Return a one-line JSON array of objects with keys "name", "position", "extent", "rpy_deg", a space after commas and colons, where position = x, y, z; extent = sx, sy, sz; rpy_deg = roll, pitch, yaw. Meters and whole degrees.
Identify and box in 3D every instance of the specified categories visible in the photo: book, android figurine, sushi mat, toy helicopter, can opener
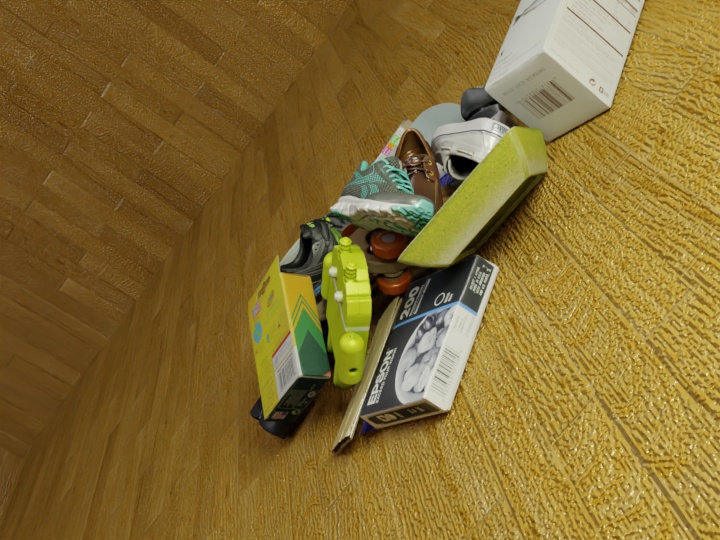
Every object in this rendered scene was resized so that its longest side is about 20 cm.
[{"name": "book", "position": [0.028, -0.162, 1.575], "extent": [0.200, 0.048, 0.134], "rpy_deg": [-52, -2, 17]}, {"name": "android figurine", "position": [-0.019, 0.052, 1.169], "extent": [0.183, 0.041, 0.201], "rpy_deg": [-103, 14, -46]}, {"name": "sushi mat", "position": [0.009, 0.134, 1.189], "extent": [0.096, 0.012, 0.201], "rpy_deg": [120, 172, -66]}, {"name": "toy helicopter", "position": [0.061, -0.062, 1.253], "extent": [0.199, 0.079, 0.132], "rpy_deg": [-34, 44, -27]}, {"name": "can opener", "position": [0.220, -0.266, 1.335], "extent": [0.200, 0.079, 0.063], "rpy_deg": [-37, -12, 39]}]

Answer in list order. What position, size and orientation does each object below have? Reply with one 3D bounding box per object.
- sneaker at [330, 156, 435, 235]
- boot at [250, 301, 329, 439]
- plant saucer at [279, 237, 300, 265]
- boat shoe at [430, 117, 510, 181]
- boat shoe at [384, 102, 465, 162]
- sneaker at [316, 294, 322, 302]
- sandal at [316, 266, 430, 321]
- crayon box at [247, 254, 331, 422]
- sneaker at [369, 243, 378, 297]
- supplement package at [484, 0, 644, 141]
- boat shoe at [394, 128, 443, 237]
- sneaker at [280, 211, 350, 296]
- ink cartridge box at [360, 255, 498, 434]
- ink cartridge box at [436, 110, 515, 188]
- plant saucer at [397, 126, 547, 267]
[{"name": "sneaker", "position": [0.031, -0.098, 1.126], "extent": [0.200, 0.077, 0.092], "rpy_deg": [14, 80, 60]}, {"name": "boot", "position": [-0.080, 0.155, 1.352], "extent": [0.201, 0.065, 0.165], "rpy_deg": [-56, 16, -3]}, {"name": "plant saucer", "position": [-0.102, -0.020, 1.629], "extent": [0.200, 0.050, 0.200], "rpy_deg": [-51, 0, 0]}, {"name": "boat shoe", "position": [0.137, -0.149, 1.209], "extent": [0.066, 0.072, 0.200], "rpy_deg": [-64, 20, -7]}, {"name": "boat shoe", "position": [0.092, -0.182, 1.478], "extent": [0.200, 0.071, 0.091], "rpy_deg": [-44, -15, -18]}, {"name": "sneaker", "position": [-0.040, -0.017, 1.524], "extent": [0.201, 0.075, 0.106], "rpy_deg": [-57, 18, 2]}, {"name": "sandal", "position": [0.001, -0.003, 1.291], "extent": [0.211, 0.070, 0.078], "rpy_deg": [-25, 21, 18]}, {"name": "crayon box", "position": [-0.105, 0.095, 1.299], "extent": [0.127, 0.050, 0.201], "rpy_deg": [-52, 41, 43]}, {"name": "sneaker", "position": [0.022, -0.024, 1.388], "extent": [0.199, 0.078, 0.090], "rpy_deg": [-28, 31, 43]}, {"name": "supplement package", "position": [0.259, -0.288, 1.157], "extent": [0.117, 0.117, 0.201], "rpy_deg": [-28, 33, 56]}, {"name": "boat shoe", "position": [0.069, -0.117, 1.204], "extent": [0.071, 0.068, 0.201], "rpy_deg": [-7, 36, 5]}, {"name": "sneaker", "position": [-0.043, -0.053, 1.341], "extent": [0.200, 0.083, 0.071], "rpy_deg": [-52, 23, -2]}, {"name": "ink cartridge box", "position": [0.068, 0.093, 1.121], "extent": [0.200, 0.043, 0.199], "rpy_deg": [-30, 31, 56]}, {"name": "ink cartridge box", "position": [0.142, -0.141, 1.337], "extent": [0.200, 0.037, 0.095], "rpy_deg": [-35, 29, 43]}, {"name": "plant saucer", "position": [0.149, -0.078, 1.097], "extent": [0.200, 0.048, 0.200], "rpy_deg": [-50, -10, 19]}]
